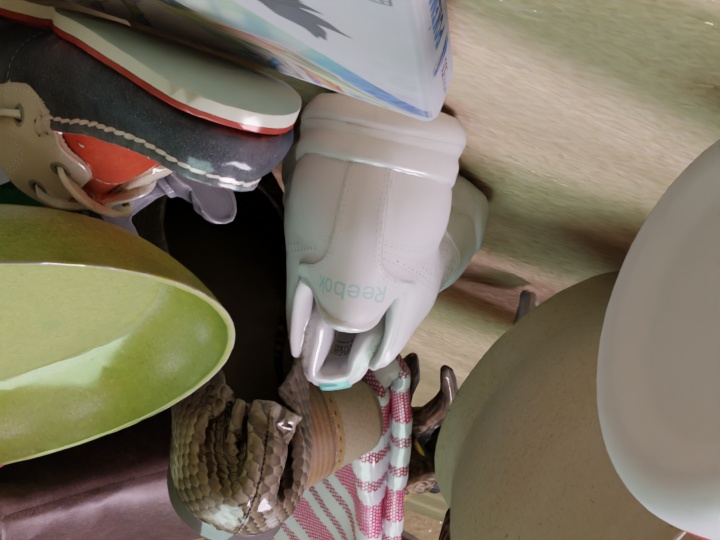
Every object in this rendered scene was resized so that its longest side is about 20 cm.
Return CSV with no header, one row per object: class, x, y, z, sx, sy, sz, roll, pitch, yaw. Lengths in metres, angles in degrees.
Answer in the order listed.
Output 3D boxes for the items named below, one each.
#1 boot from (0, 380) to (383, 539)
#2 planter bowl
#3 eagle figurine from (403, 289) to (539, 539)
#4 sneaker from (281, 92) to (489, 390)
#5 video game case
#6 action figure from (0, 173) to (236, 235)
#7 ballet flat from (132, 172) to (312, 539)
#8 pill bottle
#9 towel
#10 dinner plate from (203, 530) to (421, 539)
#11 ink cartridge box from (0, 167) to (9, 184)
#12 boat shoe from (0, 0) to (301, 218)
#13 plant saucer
boot,-0.102,0.076,1.080,0.166,0.073,0.200,-14,178,-29
planter bowl,0.112,0.085,1.054,0.135,0.200,0.200,47,-169,36
eagle figurine,0.080,0.117,1.265,0.200,0.152,0.151,31,153,-21
sneaker,0.000,0.000,0.992,0.075,0.089,0.200,9,172,6
video game case,-0.073,-0.096,0.760,0.199,0.022,0.182,18,173,6
action figure,-0.122,-0.008,1.005,0.200,0.118,0.055,-14,104,54
ballet flat,-0.045,0.009,1.009,0.067,0.200,0.046,11,131,-15
pill bottle,0.171,0.043,0.776,0.199,0.116,0.116,24,171,-30
towel,-0.031,0.068,1.155,0.030,0.201,0.146,-21,-133,-26
dinner plate,0.013,0.168,1.282,0.200,0.024,0.200,28,-162,-10
ink cartridge box,-0.153,0.013,1.264,0.145,0.084,0.200,60,176,6
boat shoe,-0.084,-0.047,0.870,0.071,0.063,0.200,17,-176,-35
plant saucer,-0.139,0.022,0.884,0.199,0.031,0.200,-9,160,-3
